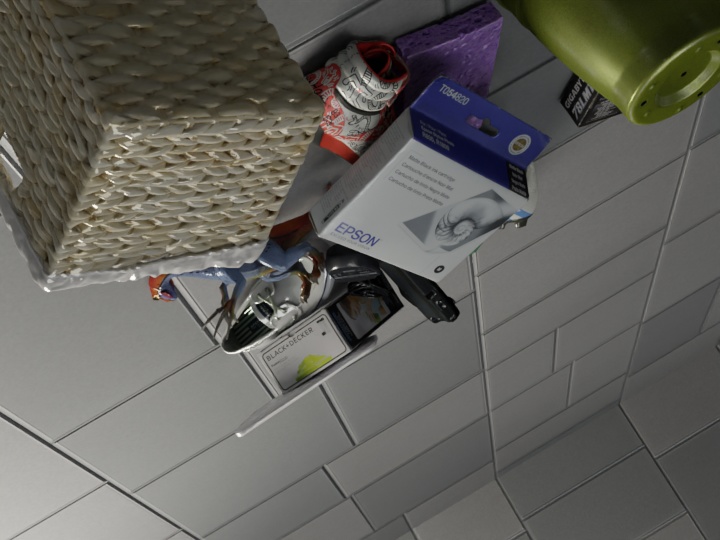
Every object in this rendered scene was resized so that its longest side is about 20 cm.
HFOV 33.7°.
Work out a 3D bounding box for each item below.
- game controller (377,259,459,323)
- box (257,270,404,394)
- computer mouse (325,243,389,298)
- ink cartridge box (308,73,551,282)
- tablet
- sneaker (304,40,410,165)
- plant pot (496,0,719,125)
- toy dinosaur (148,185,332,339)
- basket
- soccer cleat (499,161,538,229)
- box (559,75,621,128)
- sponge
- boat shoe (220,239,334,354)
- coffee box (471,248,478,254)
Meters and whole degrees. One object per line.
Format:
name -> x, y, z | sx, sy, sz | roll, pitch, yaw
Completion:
game controller -> 0.048, -0.004, 1.420 | 0.042, 0.104, 0.200 | -45, 137, -2
box -> -0.034, 0.074, 1.482 | 0.116, 0.061, 0.200 | -34, 180, 24
computer mouse -> 0.000, 0.000, 1.375 | 0.058, 0.035, 0.200 | -7, 166, 9
ink cartridge box -> 0.080, -0.084, 1.206 | 0.198, 0.041, 0.200 | 19, 125, -43
tablet -> -0.063, 0.138, 1.458 | 0.199, 0.014, 0.130 | -34, 180, 2
sneaker -> 0.017, -0.159, 1.166 | 0.107, 0.068, 0.200 | -38, 154, 21
plant pot -> 0.256, -0.251, 1.119 | 0.198, 0.194, 0.201 | -27, 157, -12
toy dinosaur -> -0.137, -0.008, 1.305 | 0.179, 0.203, 0.105 | 14, 160, -14
basket -> -0.159, -0.118, 0.857 | 0.198, 0.200, 0.161 | -9, 147, -42
soccer cleat -> 0.105, -0.087, 1.320 | 0.197, 0.070, 0.088 | -9, 121, -16
box -> 0.355, -0.269, 1.397 | 0.198, 0.050, 0.199 | -20, 154, -26
sponge -> 0.085, -0.190, 1.237 | 0.110, 0.030, 0.201 | -26, 157, -13
boat shoe -> -0.098, 0.043, 1.407 | 0.067, 0.074, 0.200 | -33, 167, -50
coffee box -> 0.105, -0.036, 1.500 | 0.122, 0.044, 0.200 | -27, 172, -11
